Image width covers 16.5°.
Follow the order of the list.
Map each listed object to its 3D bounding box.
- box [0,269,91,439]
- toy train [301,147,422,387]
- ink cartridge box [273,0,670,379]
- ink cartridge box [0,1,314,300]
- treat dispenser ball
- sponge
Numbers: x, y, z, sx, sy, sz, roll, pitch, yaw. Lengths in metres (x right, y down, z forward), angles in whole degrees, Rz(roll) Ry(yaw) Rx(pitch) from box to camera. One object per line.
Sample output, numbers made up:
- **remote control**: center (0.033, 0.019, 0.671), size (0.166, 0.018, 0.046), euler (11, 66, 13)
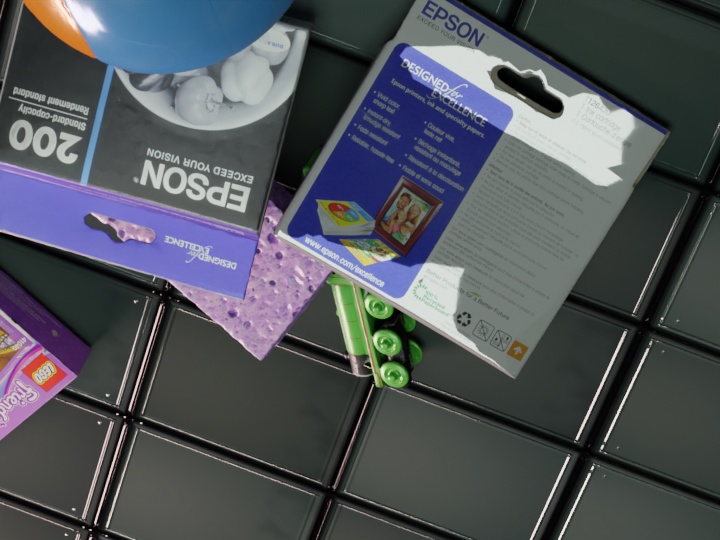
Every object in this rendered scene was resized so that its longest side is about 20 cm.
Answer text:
- **box**: center (-0.320, 0.076, 1.893), size (0.137, 0.039, 0.200), euler (43, 123, -15)
- **toy train**: center (0.000, 0.000, 1.759), size (0.056, 0.042, 0.201), euler (4, 125, 24)
- **ink cartridge box**: center (0.074, -0.061, 1.675), size (0.197, 0.047, 0.201), euler (31, 97, -8)
- **ink cartridge box**: center (-0.149, -0.095, 1.682), size (0.197, 0.043, 0.201), euler (15, 102, 4)
- **treat dispenser ball**: center (-0.124, -0.223, 1.525), size (0.200, 0.201, 0.202), euler (7, 125, 10)
- **sponge**: center (-0.112, -0.040, 1.741), size (0.200, 0.030, 0.112), euler (41, 124, 0)
